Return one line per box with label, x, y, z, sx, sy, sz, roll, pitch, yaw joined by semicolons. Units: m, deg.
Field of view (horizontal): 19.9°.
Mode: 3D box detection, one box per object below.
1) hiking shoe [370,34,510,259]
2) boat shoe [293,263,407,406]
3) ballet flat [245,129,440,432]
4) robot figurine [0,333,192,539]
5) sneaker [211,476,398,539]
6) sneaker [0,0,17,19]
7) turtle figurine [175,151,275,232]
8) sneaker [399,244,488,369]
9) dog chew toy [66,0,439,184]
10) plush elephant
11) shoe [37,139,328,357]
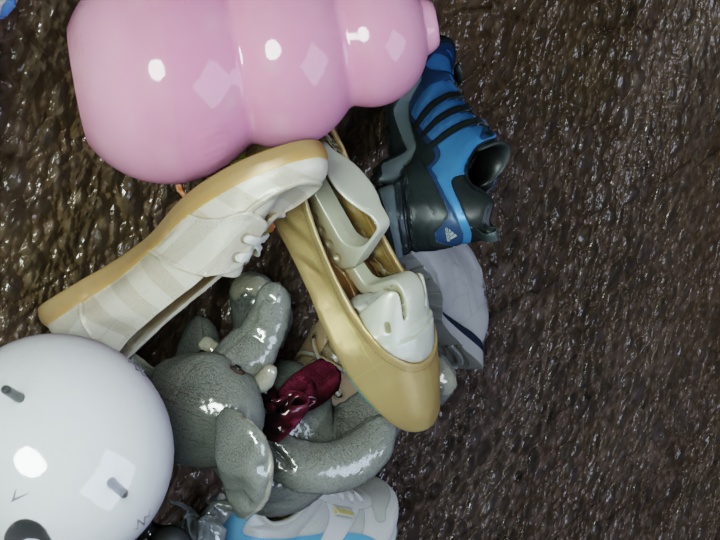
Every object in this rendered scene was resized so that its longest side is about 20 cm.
hiking shoe;0.059;-0.083;1.383;0.075;0.086;0.200;79;14;-47
boat shoe;-0.008;0.065;1.361;0.064;0.071;0.200;-33;156;-32
ballet flat;0.000;0.000;1.188;0.069;0.063;0.200;-32;92;-46
robot figurine;-0.167;0.103;1.075;0.150;0.200;0.125;-2;78;-16
sneaker;-0.035;0.171;1.415;0.200;0.076;0.081;-19;119;-56
sneaker;-0.203;-0.189;0.969;0.200;0.076;0.077;40;66;-56
turtle figurine;-0.048;-0.087;1.280;0.200;0.064;0.162;18;81;-51
sneaker;0.042;0.000;1.472;0.200;0.076;0.081;56;46;-58
dog chew toy;-0.056;-0.117;1.124;0.125;0.199;0.125;171;-90;-87
plush elephant;-0.069;0.075;1.224;0.200;0.164;0.155;-53;155;-15
shoe;-0.091;-0.006;1.142;0.053;0.200;0.070;61;23;9
